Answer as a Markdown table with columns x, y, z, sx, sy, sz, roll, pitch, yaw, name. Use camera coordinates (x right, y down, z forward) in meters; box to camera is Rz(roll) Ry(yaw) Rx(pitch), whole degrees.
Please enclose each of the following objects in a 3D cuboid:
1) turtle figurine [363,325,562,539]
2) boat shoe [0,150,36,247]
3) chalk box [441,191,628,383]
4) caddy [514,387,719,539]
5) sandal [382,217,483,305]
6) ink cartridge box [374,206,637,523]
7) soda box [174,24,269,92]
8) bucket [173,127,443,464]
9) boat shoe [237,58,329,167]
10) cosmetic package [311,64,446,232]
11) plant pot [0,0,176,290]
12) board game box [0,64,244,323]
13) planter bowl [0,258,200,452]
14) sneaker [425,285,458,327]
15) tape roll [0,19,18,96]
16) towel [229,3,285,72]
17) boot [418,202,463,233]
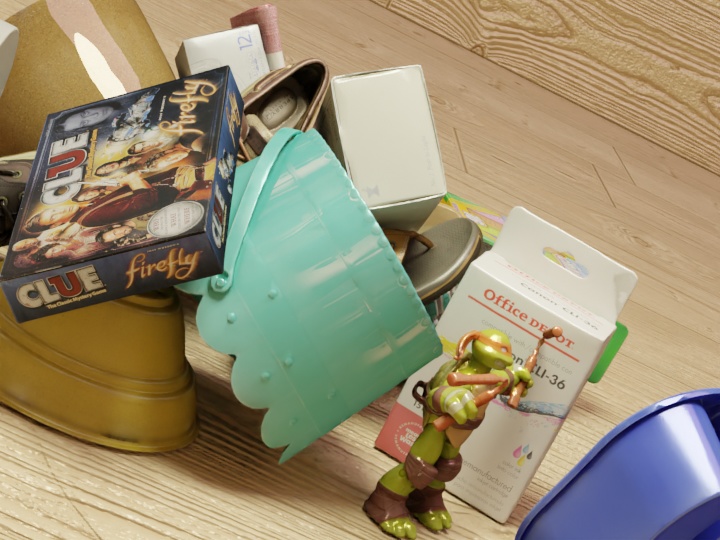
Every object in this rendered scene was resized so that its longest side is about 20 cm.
| x | y | z | sx | sy | sz | roll | pitch | yaw | name |
| --- | --- | --- | --- | --- | --- | --- | --- | --- | --- |
| 0.060 | 0.100 | 1.315 | 0.064 | 0.162 | 0.200 | 31 | 16 | 14 | turtle figurine |
| -0.258 | -0.044 | 1.381 | 0.198 | 0.074 | 0.065 | 3 | 35 | 6 | boat shoe |
| 0.141 | 0.035 | 1.746 | 0.199 | 0.125 | 0.124 | 24 | 16 | -18 | chalk box |
| 0.193 | 0.162 | 1.305 | 0.141 | 0.200 | 0.105 | 16 | 35 | -42 | caddy |
| 0.000 | 0.000 | 1.448 | 0.198 | 0.055 | 0.082 | -19 | 28 | -9 | sandal |
| 0.109 | 0.067 | 1.435 | 0.116 | 0.201 | 0.067 | 29 | 15 | 9 | ink cartridge box |
| -0.090 | -0.085 | 1.521 | 0.063 | 0.202 | 0.068 | -14 | -2 | -13 | soda box |
| -0.044 | 0.012 | 1.305 | 0.208 | 0.134 | 0.207 | 59 | -3 | 5 | bucket |
| -0.086 | -0.087 | 1.422 | 0.072 | 0.072 | 0.200 | 48 | 54 | -9 | boat shoe |
| 0.008 | -0.079 | 1.497 | 0.072 | 0.105 | 0.200 | -10 | -8 | -10 | cosmetic package |
| -0.193 | -0.081 | 1.492 | 0.200 | 0.186 | 0.186 | 52 | 23 | 19 | plant pot |
| -0.148 | -0.052 | 1.239 | 0.134 | 0.035 | 0.201 | -14 | 33 | 10 | board game box |
| -0.179 | 0.030 | 1.283 | 0.199 | 0.084 | 0.201 | 25 | 15 | -7 | planter bowl |
| -0.003 | 0.025 | 1.530 | 0.199 | 0.078 | 0.091 | -22 | 33 | -36 | sneaker |
| -0.318 | -0.091 | 1.216 | 0.138 | 0.204 | 0.203 | 25 | 15 | -6 | tape roll |
| -0.063 | -0.115 | 1.583 | 0.023 | 0.202 | 0.144 | -15 | 8 | -10 | towel |
| 0.027 | -0.031 | 1.691 | 0.200 | 0.071 | 0.144 | -15 | 6 | 29 | boot |
